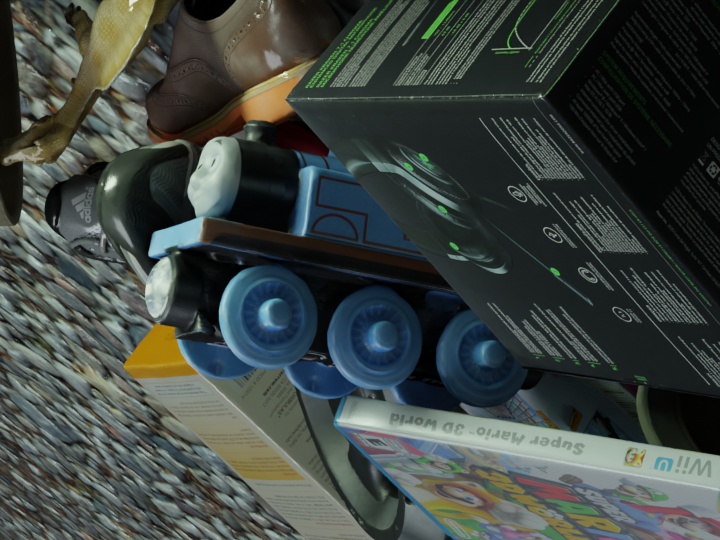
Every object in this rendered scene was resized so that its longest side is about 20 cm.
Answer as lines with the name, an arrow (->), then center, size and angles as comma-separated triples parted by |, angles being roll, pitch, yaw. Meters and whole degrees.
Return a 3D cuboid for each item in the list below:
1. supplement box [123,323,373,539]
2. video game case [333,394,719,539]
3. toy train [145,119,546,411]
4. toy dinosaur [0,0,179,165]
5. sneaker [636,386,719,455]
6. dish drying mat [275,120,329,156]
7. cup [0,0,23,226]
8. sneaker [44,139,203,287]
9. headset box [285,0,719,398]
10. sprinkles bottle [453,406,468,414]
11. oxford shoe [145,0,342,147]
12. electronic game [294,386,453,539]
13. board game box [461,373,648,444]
supplement box -> -0.044, 0.100, 1.525 | 0.200, 0.074, 0.126 | 45, 160, -16
video game case -> 0.103, 0.105, 1.051 | 0.199, 0.018, 0.143 | 7, 156, 31
toy train -> 0.000, 0.000, 1.066 | 0.199, 0.115, 0.087 | 12, 168, -22
toy dinosaur -> -0.103, -0.130, 1.099 | 0.058, 0.200, 0.101 | 25, -153, -17
sneaker -> 0.224, 0.088, 1.033 | 0.200, 0.075, 0.106 | 32, 157, -10
dish drying mat -> 0.040, -0.020, 1.189 | 0.200, 0.018, 0.077 | 29, 163, 22
cup -> -0.254, -0.114, 1.168 | 0.143, 0.201, 0.200 | -6, 155, -1
sneaker -> -0.116, -0.024, 1.158 | 0.115, 0.075, 0.200 | 9, 176, 19
headset box -> 0.089, -0.041, 0.936 | 0.174, 0.093, 0.200 | 47, 160, -24
sprinkles bottle -> 0.046, 0.110, 1.322 | 0.200, 0.068, 0.068 | 40, 168, 49
oxford shoe -> -0.061, -0.106, 1.131 | 0.200, 0.071, 0.073 | -11, 106, 62
electronic game -> 0.006, 0.062, 1.243 | 0.200, 0.041, 0.201 | 161, 90, -72
board game box -> 0.149, 0.093, 1.179 | 0.200, 0.041, 0.199 | 41, 163, -21
